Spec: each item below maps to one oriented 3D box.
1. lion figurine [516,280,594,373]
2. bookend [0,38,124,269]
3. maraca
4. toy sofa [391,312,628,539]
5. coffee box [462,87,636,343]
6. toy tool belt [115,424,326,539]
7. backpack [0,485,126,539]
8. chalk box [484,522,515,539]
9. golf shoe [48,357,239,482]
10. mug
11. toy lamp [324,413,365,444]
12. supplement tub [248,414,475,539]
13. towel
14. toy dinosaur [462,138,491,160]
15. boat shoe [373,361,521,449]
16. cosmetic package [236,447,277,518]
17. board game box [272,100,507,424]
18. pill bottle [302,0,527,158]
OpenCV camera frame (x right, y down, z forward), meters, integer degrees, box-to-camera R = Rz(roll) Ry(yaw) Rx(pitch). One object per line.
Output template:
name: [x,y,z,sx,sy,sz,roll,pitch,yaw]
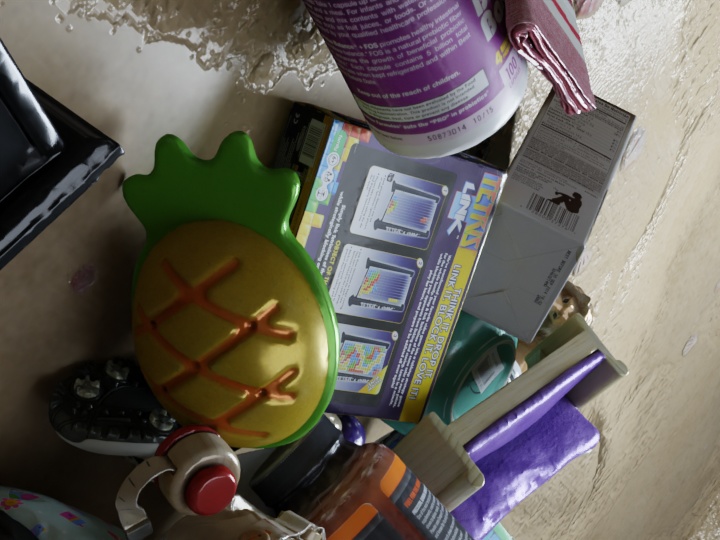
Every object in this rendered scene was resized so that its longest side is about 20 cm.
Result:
lion figurine: [0.137,0.084,1.119,0.072,0.122,0.202,-6,125,-53]
bookend: [-0.227,-0.062,0.473,0.200,0.092,0.199,-46,149,-18]
maraca: [-0.080,0.016,0.704,0.107,0.136,0.202,-52,138,-65]
toy sofa: [0.124,0.125,0.913,0.199,0.098,0.083,-28,165,-38]
coffee box: [0.150,-0.054,0.958,0.200,0.079,0.114,-58,173,-48]
toy tool belt: [-0.060,0.196,0.686,0.124,0.123,0.202,-25,128,-24]
backpack: [-0.200,0.205,0.721,0.127,0.166,0.200,-56,157,-9]
chalk box: [0.069,0.276,1.106,0.124,0.200,0.124,-44,105,-19]
golf shoe: [-0.136,0.111,0.798,0.199,0.077,0.088,6,122,-57]
mug: [0.053,0.070,0.990,0.184,0.114,0.153,-18,134,-47]
toy lamp: [-0.042,0.099,0.941,0.058,0.058,0.201,-46,150,-16]
supplement tub: [0.016,0.192,0.798,0.107,0.200,0.107,-42,-178,2]
towel: [0.104,-0.213,0.753,0.023,0.202,0.144,-16,159,21]
toy dinosaur: [0.090,-0.133,0.915,0.088,0.047,0.202,-48,152,-50]
boat shoe: [0.070,0.153,1.087,0.200,0.069,0.057,-43,-178,18]
cosmetic package: [-0.046,0.271,0.886,0.199,0.122,0.201,37,55,-25]
board game box: [0.000,0.000,0.828,0.164,0.057,0.202,12,101,-39]
pill bottle: [0.021,-0.172,0.688,0.112,0.112,0.201,-46,135,-15]
